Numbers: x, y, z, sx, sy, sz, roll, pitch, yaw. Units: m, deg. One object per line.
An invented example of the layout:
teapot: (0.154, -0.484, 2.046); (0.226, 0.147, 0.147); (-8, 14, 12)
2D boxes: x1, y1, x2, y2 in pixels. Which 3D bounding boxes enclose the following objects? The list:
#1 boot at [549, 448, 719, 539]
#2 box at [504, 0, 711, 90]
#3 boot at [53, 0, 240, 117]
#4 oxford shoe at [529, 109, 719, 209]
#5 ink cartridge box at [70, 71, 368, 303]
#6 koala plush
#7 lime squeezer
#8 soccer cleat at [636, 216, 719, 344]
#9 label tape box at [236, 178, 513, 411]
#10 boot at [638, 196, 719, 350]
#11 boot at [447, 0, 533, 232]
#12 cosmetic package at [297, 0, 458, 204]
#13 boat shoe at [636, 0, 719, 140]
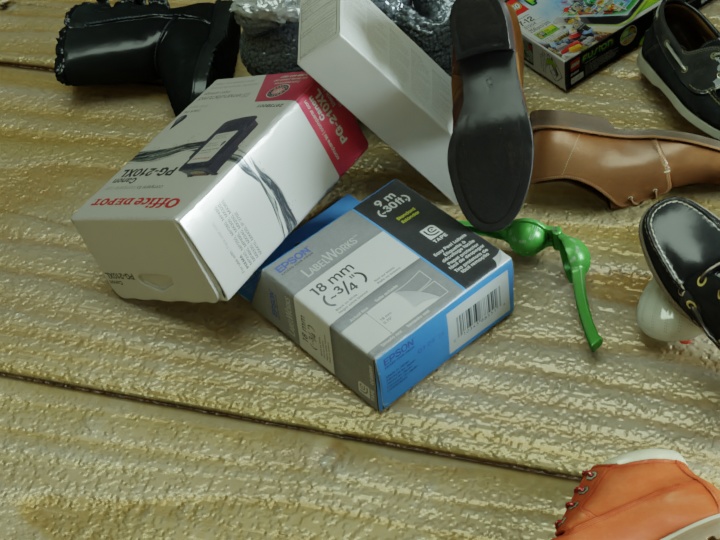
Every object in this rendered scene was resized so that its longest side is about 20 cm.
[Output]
boot: (0.153, 0.180, 1.066); (0.199, 0.075, 0.107); (-14, 42, -17)
box: (0.226, -0.247, 1.490); (0.200, 0.035, 0.110); (-33, 50, -21)
boot: (-0.199, -0.190, 1.476); (0.162, 0.074, 0.199); (-1, 39, 5)
oxford shoe: (0.233, -0.081, 1.320); (0.199, 0.071, 0.072); (8, 84, 7)
ink cartridge box: (-0.113, -0.070, 1.306); (0.144, 0.085, 0.200); (2, 41, 46)
koala plush: (-0.014, -0.208, 1.402); (0.199, 0.178, 0.184); (-15, 57, -11)
lime squeezer: (0.135, -0.008, 1.276); (0.071, 0.038, 0.200); (-47, 55, -9)
soccer cleat: (0.286, -0.018, 1.228); (0.200, 0.078, 0.069); (-32, 50, -21)
label tape box: (0.000, 0.000, 1.266); (0.144, 0.063, 0.200); (-35, 51, -24)
boot: (0.265, 0.014, 1.111); (0.073, 0.151, 0.200); (-30, 73, -1)
boot: (0.106, -0.130, 1.311); (0.068, 0.189, 0.200); (-12, 2, 10)
cosmetic package: (0.031, -0.145, 1.315); (0.051, 0.200, 0.083); (-30, 38, 29)
boat shoe: (0.299, -0.161, 1.353); (0.072, 0.068, 0.200); (1, 35, -27)
